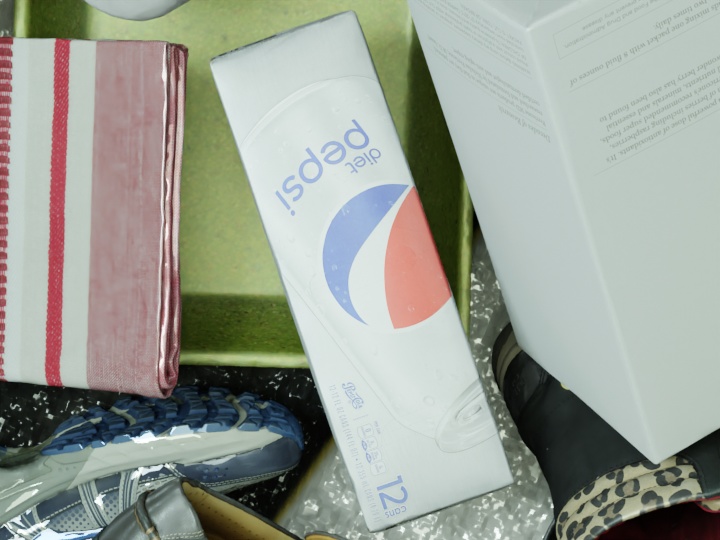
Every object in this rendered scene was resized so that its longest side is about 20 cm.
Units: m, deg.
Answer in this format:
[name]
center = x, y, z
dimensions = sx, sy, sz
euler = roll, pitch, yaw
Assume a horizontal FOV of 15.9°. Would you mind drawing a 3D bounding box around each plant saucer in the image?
[plant saucer]
center = -0.050, -0.060, 1.115
dimensions = 0.198, 0.048, 0.202
euler = 2, 91, -1

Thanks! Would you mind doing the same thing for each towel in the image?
[towel]
center = -0.160, -0.027, 1.085
dimensions = 0.199, 0.023, 0.145
euler = 5, 94, 28

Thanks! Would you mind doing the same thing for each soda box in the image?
[soda box]
center = 0.000, 0.000, 1.052
dimensions = 0.063, 0.068, 0.201
euler = -19, 91, -1

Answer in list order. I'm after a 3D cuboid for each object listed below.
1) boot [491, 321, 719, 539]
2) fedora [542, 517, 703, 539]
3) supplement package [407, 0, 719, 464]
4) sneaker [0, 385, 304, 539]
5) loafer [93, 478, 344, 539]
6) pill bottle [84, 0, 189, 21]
[boot]
center = 0.159, 0.061, 1.065
dimensions = 0.198, 0.151, 0.074
euler = -10, 126, 2
[fedora]
center = 0.168, 0.165, 1.101
dimensions = 0.199, 0.092, 0.202
euler = 0, 91, -1
[supplement package]
center = 0.110, -0.052, 1.003
dimensions = 0.121, 0.120, 0.201
euler = -28, 122, -14
[sneaker]
center = -0.116, 0.108, 1.114
dimensions = 0.199, 0.077, 0.086
euler = -15, 102, 7
[loafer]
center = -0.021, 0.144, 1.067
dimensions = 0.199, 0.073, 0.072
euler = 22, 123, -33
[pill bottle]
center = -0.041, -0.192, 1.043
dimensions = 0.200, 0.112, 0.113
euler = -36, 92, -30
